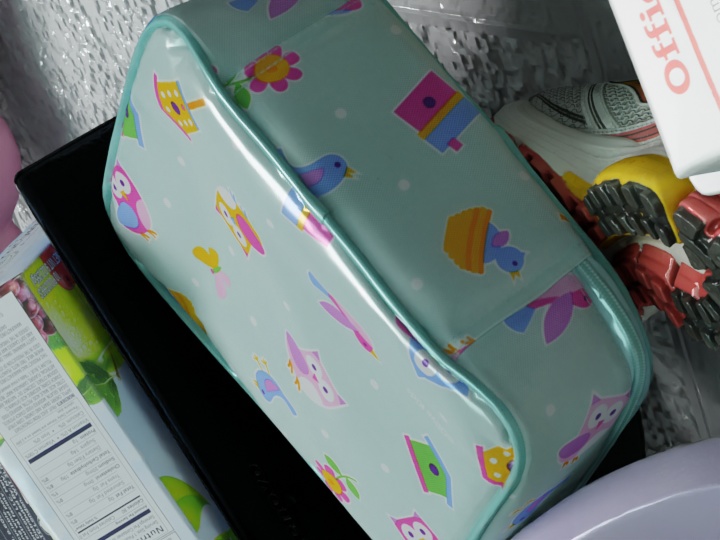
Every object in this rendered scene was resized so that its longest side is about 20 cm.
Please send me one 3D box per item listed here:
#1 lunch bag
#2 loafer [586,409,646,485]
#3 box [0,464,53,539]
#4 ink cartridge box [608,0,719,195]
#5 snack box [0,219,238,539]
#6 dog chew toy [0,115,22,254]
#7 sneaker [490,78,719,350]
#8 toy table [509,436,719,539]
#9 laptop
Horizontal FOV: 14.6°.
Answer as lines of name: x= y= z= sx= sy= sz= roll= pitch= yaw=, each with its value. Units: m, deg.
lunch bag: x=0.000 y=0.000 z=0.921 sx=0.200 sy=0.077 sz=0.161 roll=50 pitch=156 yaw=16
loafer: x=0.051 y=0.028 z=1.036 sx=0.072 sy=0.072 sz=0.201 roll=-138 pitch=28 yaw=-69
box: x=-0.115 y=0.079 z=1.245 sx=0.200 sy=0.148 sz=0.105 roll=-15 pitch=107 yaw=60
ink cartridge box: x=0.120 y=-0.099 z=0.704 sx=0.200 sy=0.067 sz=0.117 roll=-29 pitch=78 yaw=45
snack box: x=-0.081 y=0.044 z=1.052 sx=0.143 sy=0.053 sz=0.200 roll=57 pitch=-165 yaw=-9
dog chew toy: x=-0.212 y=-0.050 z=1.283 sx=0.124 sy=0.124 sz=0.201 roll=-3 pitch=114 yaw=58
sneaker: x=0.104 y=-0.028 z=0.884 sx=0.078 sy=0.082 sz=0.200 roll=57 pitch=168 yaw=-19
toy table: x=0.098 y=0.154 z=0.878 sx=0.183 sy=0.118 sz=0.200 roll=13 pitch=134 yaw=-11
laptop: x=-0.047 y=0.026 z=1.077 sx=0.188 sy=0.116 sz=0.200 roll=58 pitch=166 yaw=-3
